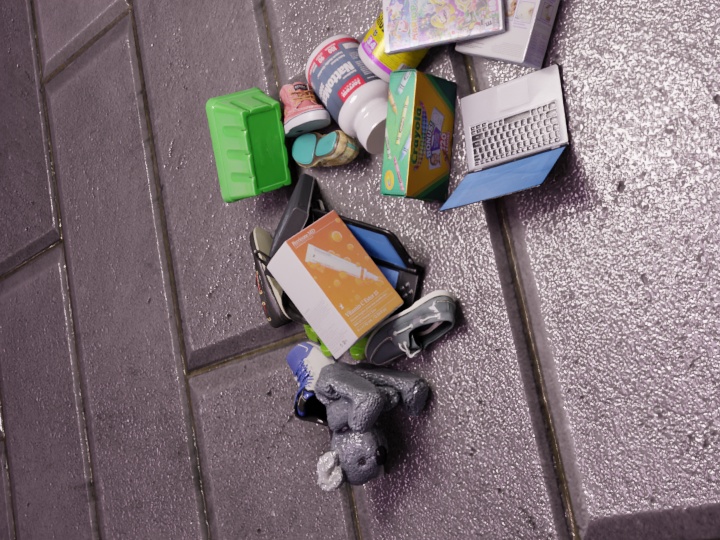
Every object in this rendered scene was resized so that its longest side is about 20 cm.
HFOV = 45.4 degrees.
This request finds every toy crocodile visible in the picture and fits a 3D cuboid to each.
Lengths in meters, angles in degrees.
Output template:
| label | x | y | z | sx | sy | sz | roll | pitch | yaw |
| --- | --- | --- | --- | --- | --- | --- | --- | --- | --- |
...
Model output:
| label | x | y | z | sx | sy | sz | roll | pitch | yaw |
| --- | --- | --- | --- | --- | --- | --- | --- | --- | --- |
| toy crocodile | -0.030 | 0.116 | 1.578 | 0.197 | 0.062 | 0.068 | 3 | 132 | 40 |

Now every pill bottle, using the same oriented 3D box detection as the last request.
| label | x | y | z | sx | sy | sz | roll | pitch | yaw |
| --- | --- | --- | --- | --- | --- | --- | --- | --- | --- |
| pill bottle | 0.088 | -0.422 | 1.456 | 0.201 | 0.103 | 0.105 | -51 | 59 | 27 |
| pill bottle | -0.003 | -0.309 | 1.524 | 0.120 | 0.118 | 0.201 | -50 | 59 | 28 |

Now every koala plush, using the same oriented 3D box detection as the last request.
| label | x | y | z | sx | sy | sz | roll | pitch | yaw |
| --- | --- | --- | --- | --- | --- | --- | --- | --- | --- |
| koala plush | -0.001 | 0.274 | 1.480 | 0.181 | 0.175 | 0.205 | 14 | 104 | 42 |

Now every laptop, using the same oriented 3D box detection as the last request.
| label | x | y | z | sx | sy | sz | roll | pitch | yaw |
| --- | --- | --- | --- | --- | --- | --- | --- | --- | --- |
| laptop | 0.214 | -0.205 | 1.332 | 0.185 | 0.115 | 0.205 | -12 | 81 | 40 |

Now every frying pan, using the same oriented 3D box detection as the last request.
| label | x | y | z | sx | sy | sz | roll | pitch | yaw |
| --- | --- | --- | --- | --- | --- | --- | --- | --- | --- |
| frying pan | -0.122 | 0.034 | 1.541 | 0.031 | 0.186 | 0.117 | -115 | 45 | -62 |

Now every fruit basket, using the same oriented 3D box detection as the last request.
| label | x | y | z | sx | sy | sz | roll | pitch | yaw |
| --- | --- | --- | --- | --- | --- | --- | --- | --- | --- |
| fruit basket | -0.229 | -0.249 | 1.691 | 0.214 | 0.154 | 0.220 | 28 | 129 | 41 |

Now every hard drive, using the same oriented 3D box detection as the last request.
| label | x | y | z | sx | sy | sz | roll | pitch | yaw |
| --- | --- | --- | --- | --- | --- | --- | --- | --- | --- |
| hard drive | -0.130 | -0.087 | 1.603 | 0.201 | 0.032 | 0.141 | -90 | 25 | -66 |

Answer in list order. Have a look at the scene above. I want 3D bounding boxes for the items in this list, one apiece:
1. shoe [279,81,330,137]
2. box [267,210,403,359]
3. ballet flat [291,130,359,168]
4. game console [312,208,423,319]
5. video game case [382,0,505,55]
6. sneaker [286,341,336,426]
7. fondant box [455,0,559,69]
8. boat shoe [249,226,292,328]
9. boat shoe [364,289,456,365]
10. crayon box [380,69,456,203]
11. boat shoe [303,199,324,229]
| label | x | y | z | sx | sy | sz | roll | pitch | yaw |
| --- | --- | --- | --- | --- | --- | --- | --- | --- | --- |
| shoe | -0.110 | -0.308 | 1.606 | 0.200 | 0.070 | 0.093 | -178 | 82 | -71 |
| box | -0.043 | 0.023 | 1.463 | 0.201 | 0.124 | 0.097 | 52 | 143 | 5 |
| ballet flat | -0.064 | -0.221 | 1.603 | 0.199 | 0.069 | 0.073 | 6 | 93 | 61 |
| game console | 0.000 | 0.000 | 1.514 | 0.198 | 0.115 | 0.180 | 19 | 101 | 40 |
| video game case | 0.128 | -0.430 | 1.361 | 0.196 | 0.018 | 0.147 | -5 | 84 | 24 |
| sneaker | -0.085 | 0.213 | 1.584 | 0.200 | 0.114 | 0.081 | 47 | 117 | 31 |
| fondant box | 0.240 | -0.431 | 1.348 | 0.143 | 0.058 | 0.204 | 25 | 106 | 43 |
| boat shoe | -0.183 | 0.013 | 1.703 | 0.062 | 0.073 | 0.205 | -28 | 75 | 28 |
| boat shoe | 0.083 | 0.111 | 1.457 | 0.199 | 0.072 | 0.063 | -39 | 43 | 27 |
| crayon box | 0.097 | -0.220 | 1.432 | 0.057 | 0.117 | 0.205 | 7 | 94 | 40 |
| boat shoe | -0.099 | -0.034 | 1.620 | 0.076 | 0.059 | 0.205 | 148 | 122 | -70 |
